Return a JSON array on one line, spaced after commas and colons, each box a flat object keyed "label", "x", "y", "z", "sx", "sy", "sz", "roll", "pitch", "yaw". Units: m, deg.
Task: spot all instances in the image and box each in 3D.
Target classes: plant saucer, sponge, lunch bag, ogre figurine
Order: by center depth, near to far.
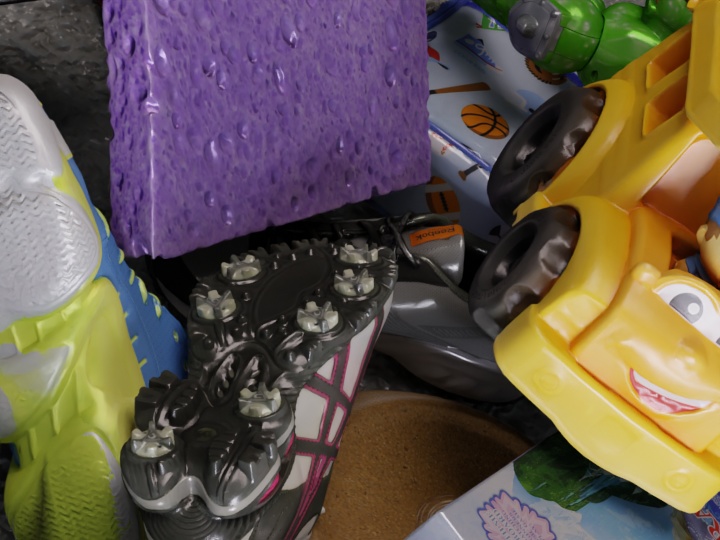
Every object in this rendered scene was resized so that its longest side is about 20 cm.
[{"label": "plant saucer", "x": 0.037, "y": 0.122, "z": 0.825, "sx": 0.200, "sy": 0.035, "sz": 0.201, "roll": 15, "pitch": 44, "yaw": -15}, {"label": "sponge", "x": -0.036, "y": -0.077, "z": 0.848, "sx": 0.030, "sy": 0.112, "sz": 0.200, "roll": 6, "pitch": 15, "yaw": 36}, {"label": "ogre figurine", "x": 0.139, "y": -0.111, "z": 0.964, "sx": 0.200, "sy": 0.098, "sz": 0.120, "roll": 39, "pitch": 18, "yaw": -17}, {"label": "lunch bag", "x": 0.089, "y": -0.058, "z": 1.000, "sx": 0.200, "sy": 0.076, "sz": 0.160, "roll": 41, "pitch": 41, "yaw": 11}]

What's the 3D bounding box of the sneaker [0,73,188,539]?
[{"label": "sneaker", "x": -0.117, "y": 0.017, "z": 0.766, "sx": 0.075, "sy": 0.201, "sz": 0.105, "roll": -5, "pitch": 13, "yaw": 17}]

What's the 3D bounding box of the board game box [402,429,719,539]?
[{"label": "board game box", "x": 0.126, "y": 0.154, "z": 0.784, "sx": 0.200, "sy": 0.041, "sz": 0.199, "roll": 51, "pitch": 32, "yaw": 9}]

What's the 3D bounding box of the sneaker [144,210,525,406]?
[{"label": "sneaker", "x": 0.000, "y": 0.000, "z": 0.889, "sx": 0.199, "sy": 0.079, "sz": 0.074, "roll": 11, "pitch": 45, "yaw": -13}]

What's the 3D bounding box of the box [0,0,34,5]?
[{"label": "box", "x": -0.167, "y": -0.137, "z": 0.831, "sx": 0.199, "sy": 0.046, "sz": 0.159, "roll": -7, "pitch": 6, "yaw": 4}]

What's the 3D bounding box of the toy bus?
[{"label": "toy bus", "x": 0.157, "y": -0.028, "z": 0.807, "sx": 0.136, "sy": 0.192, "sz": 0.200, "roll": 38, "pitch": 34, "yaw": -15}]

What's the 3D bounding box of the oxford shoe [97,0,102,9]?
[{"label": "oxford shoe", "x": -0.103, "y": -0.200, "z": 1.034, "sx": 0.075, "sy": 0.071, "sz": 0.200, "roll": 16, "pitch": 45, "yaw": -22}]

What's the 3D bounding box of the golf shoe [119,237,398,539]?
[{"label": "golf shoe", "x": -0.039, "y": 0.056, "z": 0.782, "sx": 0.077, "sy": 0.088, "sz": 0.200, "roll": 7, "pitch": 33, "yaw": 19}]
